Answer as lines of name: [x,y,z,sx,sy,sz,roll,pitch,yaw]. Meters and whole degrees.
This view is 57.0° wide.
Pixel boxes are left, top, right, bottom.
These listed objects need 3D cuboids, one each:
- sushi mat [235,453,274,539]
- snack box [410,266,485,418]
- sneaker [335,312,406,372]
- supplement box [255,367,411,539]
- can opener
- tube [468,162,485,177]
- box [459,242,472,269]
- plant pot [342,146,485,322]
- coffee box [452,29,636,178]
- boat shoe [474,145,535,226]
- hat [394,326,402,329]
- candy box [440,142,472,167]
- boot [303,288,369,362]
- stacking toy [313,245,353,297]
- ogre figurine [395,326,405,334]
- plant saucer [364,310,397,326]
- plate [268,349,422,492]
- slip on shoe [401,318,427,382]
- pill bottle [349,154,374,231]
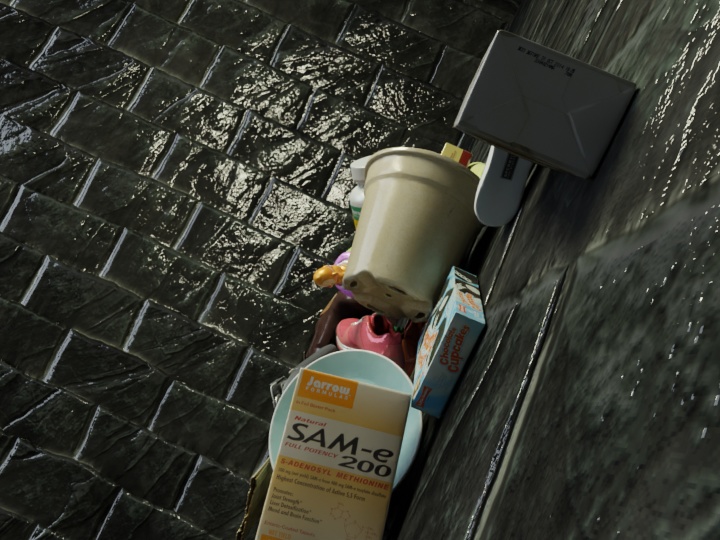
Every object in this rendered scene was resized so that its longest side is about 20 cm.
sushi mat: [-0.112,0.264,0.870,0.200,0.012,0.096,-39,-32,-72]
snack box: [0.101,0.075,0.771,0.200,0.037,0.117,-63,-5,-75]
sneaker: [0.021,0.097,0.991,0.200,0.073,0.087,-143,56,-63]
supplement box: [-0.028,0.217,0.700,0.074,0.125,0.201,91,-169,-74]
can opener: [-0.064,0.151,0.944,0.067,0.054,0.200,-26,2,25]
tube: [0.201,-0.149,1.097,0.200,0.052,0.058,-72,-33,-75]
box: [0.143,-0.016,1.140,0.200,0.050,0.158,108,-175,-78]
plant pot: [0.066,-0.037,0.926,0.201,0.200,0.184,110,-177,-68]
coffee box: [0.150,-0.144,0.593,0.200,0.114,0.080,-56,-11,-77]
boat shoe: [0.186,-0.148,0.773,0.066,0.070,0.201,-67,-8,-66]
hat: [0.010,0.142,1.346,0.166,0.175,0.201,111,-177,-73]
candy box: [0.139,-0.135,1.216,0.200,0.055,0.116,109,-175,-74]
boot: [-0.043,0.114,1.176,0.167,0.072,0.200,-67,10,-13]
stacking toy: [0.000,0.000,1.019,0.116,0.110,0.200,-21,-5,38]
ogre figurine: [0.023,0.187,1.195,0.120,0.199,0.098,-87,-24,-59]
plant saucer: [0.028,0.083,1.176,0.201,0.034,0.200,-53,6,7]
plate: [-0.018,0.192,0.796,0.026,0.199,0.201,50,-121,-53]
slip on shoe: [0.075,0.122,1.030,0.074,0.061,0.201,-69,0,-80]
pill bottle: [0.044,-0.095,1.153,0.113,0.112,0.201,-64,-36,-63]
